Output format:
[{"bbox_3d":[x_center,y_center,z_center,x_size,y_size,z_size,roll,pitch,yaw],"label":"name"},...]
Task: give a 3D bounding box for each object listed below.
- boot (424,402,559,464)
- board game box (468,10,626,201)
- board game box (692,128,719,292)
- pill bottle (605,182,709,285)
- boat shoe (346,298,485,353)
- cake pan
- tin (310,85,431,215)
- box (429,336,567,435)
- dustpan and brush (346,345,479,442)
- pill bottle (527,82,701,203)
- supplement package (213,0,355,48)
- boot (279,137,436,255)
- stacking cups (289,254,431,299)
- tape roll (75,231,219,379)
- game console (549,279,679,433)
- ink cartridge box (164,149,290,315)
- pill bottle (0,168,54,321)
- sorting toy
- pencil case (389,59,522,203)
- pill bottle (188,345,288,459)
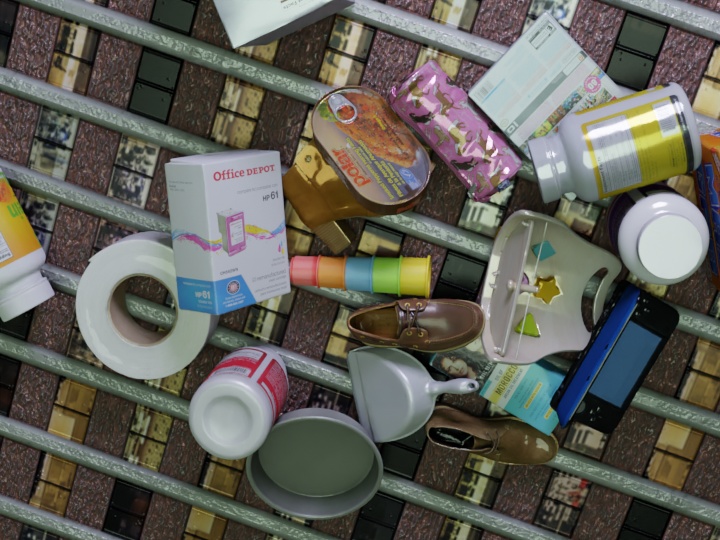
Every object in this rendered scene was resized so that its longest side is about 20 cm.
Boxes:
[{"bbox_3d":[0.185,0.244,1.501,0.196,0.076,0.075,11,102,3],"label":"boot"},{"bbox_3d":[0.261,-0.216,1.399,0.147,0.064,0.200,-44,94,13],"label":"board game box"},{"bbox_3d":[0.539,-0.081,1.326,0.196,0.200,0.204,-10,101,9],"label":"board game box"},{"bbox_3d":[0.378,-0.048,1.351,0.110,0.200,0.115,1,103,6],"label":"pill bottle"},{"bbox_3d":[0.072,0.074,1.448,0.197,0.067,0.074,-4,80,27],"label":"boat shoe"},{"bbox_3d":[-0.065,0.275,1.523,0.196,0.037,0.203,0,124,0],"label":"cake pan"},{"bbox_3d":[0.012,-0.159,1.403,0.111,0.042,0.201,-28,66,-18],"label":"tin"},{"bbox_3d":[0.201,0.142,1.490,0.198,0.049,0.083,30,104,-1],"label":"box"},{"bbox_3d":[0.077,0.169,1.482,0.198,0.057,0.142,-8,95,47],"label":"dustpan and brush"},{"bbox_3d":[0.313,-0.152,1.319,0.197,0.112,0.114,-17,100,9],"label":"pill bottle"},{"bbox_3d":[-0.119,-0.404,1.336,0.145,0.191,0.203,-22,99,11],"label":"supplement package"},{"bbox_3d":[-0.010,-0.132,1.445,0.200,0.071,0.145,-37,95,15],"label":"boot"},{"bbox_3d":[0.000,0.000,1.480,0.196,0.061,0.062,6,103,8],"label":"stacking cups"},{"bbox_3d":[-0.303,0.048,1.517,0.198,0.071,0.207,1,103,7],"label":"tape roll"},{"bbox_3d":[0.346,0.128,1.398,0.169,0.118,0.202,26,99,-27],"label":"game console"},{"bbox_3d":[-0.178,-0.057,1.434,0.084,0.143,0.204,5,105,41],"label":"ink cartridge box"},{"bbox_3d":[-0.516,-0.036,1.502,0.110,0.111,0.203,-24,99,11],"label":"pill bottle"},{"bbox_3d":[0.264,0.030,1.439,0.177,0.107,0.204,11,96,-12],"label":"sorting toy"},{"bbox_3d":[0.127,-0.185,1.412,0.200,0.087,0.083,48,125,-4],"label":"pencil case"},{"bbox_3d":[-0.160,0.172,1.460,0.110,0.200,0.115,1,102,7],"label":"pill bottle"}]
